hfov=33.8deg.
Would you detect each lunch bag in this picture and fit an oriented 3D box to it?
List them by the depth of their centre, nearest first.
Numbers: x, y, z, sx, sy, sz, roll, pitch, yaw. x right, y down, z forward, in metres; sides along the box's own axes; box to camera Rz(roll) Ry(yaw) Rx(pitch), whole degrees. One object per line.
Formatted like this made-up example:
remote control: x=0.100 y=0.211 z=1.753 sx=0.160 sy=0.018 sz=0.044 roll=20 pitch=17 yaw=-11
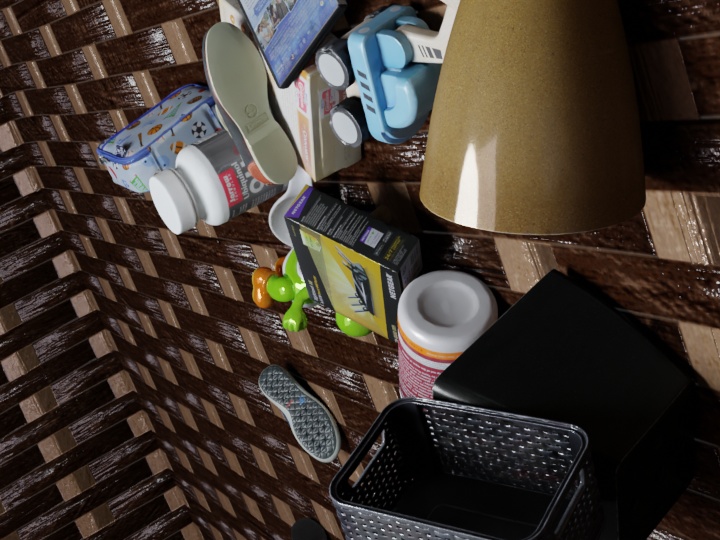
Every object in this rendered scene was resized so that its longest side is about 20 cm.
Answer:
lunch bag: x=-0.291 y=-0.196 z=1.741 sx=0.160 sy=0.199 sz=0.076 roll=24 pitch=146 yaw=54

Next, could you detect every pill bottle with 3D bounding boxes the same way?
pill bottle: x=0.098 y=0.106 z=1.356 sx=0.113 sy=0.112 sz=0.202 roll=44 pitch=151 yaw=36
pill bottle: x=-0.175 y=-0.129 z=1.567 sx=0.111 sy=0.198 sz=0.112 roll=45 pitch=153 yaw=31

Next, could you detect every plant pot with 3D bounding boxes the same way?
plant pot: x=0.137 y=-0.154 z=0.930 sx=0.186 sy=0.184 sz=0.204 roll=30 pitch=128 yaw=51
plant pot: x=0.202 y=0.155 z=1.105 sx=0.176 sy=0.199 sz=0.202 roll=23 pitch=138 yaw=38

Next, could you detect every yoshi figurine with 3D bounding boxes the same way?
yoshi figurine: x=-0.048 y=0.041 z=1.593 sx=0.198 sy=0.114 sz=0.112 roll=8 pitch=164 yaw=42

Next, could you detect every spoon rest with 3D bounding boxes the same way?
spoon rest: x=-0.074 y=-0.098 z=1.543 sx=0.061 sy=0.097 sz=0.202 roll=-79 pitch=-7 yaw=-45

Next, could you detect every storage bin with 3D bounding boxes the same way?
storage bin: x=0.090 y=0.195 z=0.991 sx=0.197 sy=0.135 sz=0.095 roll=7 pitch=129 yaw=34

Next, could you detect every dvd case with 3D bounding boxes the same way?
dvd case: x=-0.092 y=-0.324 z=1.303 sx=0.143 sy=0.017 sz=0.202 roll=-45 pitch=64 yaw=46

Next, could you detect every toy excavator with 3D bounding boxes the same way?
toy excavator: x=0.055 y=-0.209 z=1.148 sx=0.198 sy=0.100 sz=0.197 roll=19 pitch=136 yaw=41

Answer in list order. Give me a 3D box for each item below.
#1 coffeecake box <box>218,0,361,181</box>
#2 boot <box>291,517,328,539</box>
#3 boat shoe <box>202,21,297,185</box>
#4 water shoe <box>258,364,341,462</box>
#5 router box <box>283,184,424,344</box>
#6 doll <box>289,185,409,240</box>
coffeecake box: x=-0.084 y=-0.230 z=1.422 sx=0.200 sy=0.072 sz=0.155 roll=45 pitch=151 yaw=35
boot: x=-0.059 y=0.602 z=2.349 sx=0.187 sy=0.068 sz=0.202 roll=35 pitch=153 yaw=35
boat shoe: x=-0.137 y=-0.194 z=1.398 sx=0.062 sy=0.071 sz=0.202 roll=15 pitch=133 yaw=63
water shoe: x=-0.091 y=0.239 z=2.000 sx=0.201 sy=0.071 sz=0.079 roll=50 pitch=-178 yaw=23
router box: x=0.000 y=0.000 z=1.408 sx=0.156 sy=0.053 sz=0.201 roll=26 pitch=157 yaw=21
doll: x=-0.026 y=-0.052 z=1.477 sx=0.137 sy=0.049 sz=0.199 roll=47 pitch=156 yaw=-26
